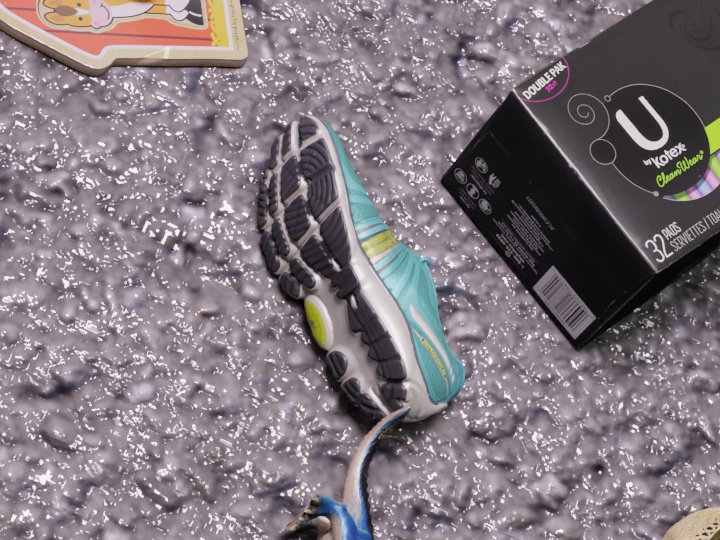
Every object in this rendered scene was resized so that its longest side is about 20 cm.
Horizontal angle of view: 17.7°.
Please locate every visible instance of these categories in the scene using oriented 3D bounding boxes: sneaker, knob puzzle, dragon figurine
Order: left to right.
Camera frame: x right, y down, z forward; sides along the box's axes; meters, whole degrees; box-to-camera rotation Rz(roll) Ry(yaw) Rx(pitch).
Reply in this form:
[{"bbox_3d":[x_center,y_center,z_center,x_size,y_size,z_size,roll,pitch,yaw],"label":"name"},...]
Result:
[{"bbox_3d":[-0.175,-0.215,1.456,0.220,0.030,0.220,9,62,-17],"label":"knob puzzle"},{"bbox_3d":[-0.004,0.178,1.307,0.099,0.059,0.200,37,58,-1],"label":"dragon figurine"},{"bbox_3d":[0.000,0.000,1.406,0.080,0.078,0.200,-10,72,-47],"label":"sneaker"}]

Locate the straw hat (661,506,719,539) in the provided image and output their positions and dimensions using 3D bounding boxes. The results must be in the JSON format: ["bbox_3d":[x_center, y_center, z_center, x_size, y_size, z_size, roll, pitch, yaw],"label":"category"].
[{"bbox_3d":[0.218,0.188,1.373,0.201,0.201,0.085,-20,32,-29],"label":"straw hat"}]

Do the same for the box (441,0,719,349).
[{"bbox_3d":[0.184,-0.074,1.475,0.200,0.124,0.149,-33,81,-30],"label":"box"}]
